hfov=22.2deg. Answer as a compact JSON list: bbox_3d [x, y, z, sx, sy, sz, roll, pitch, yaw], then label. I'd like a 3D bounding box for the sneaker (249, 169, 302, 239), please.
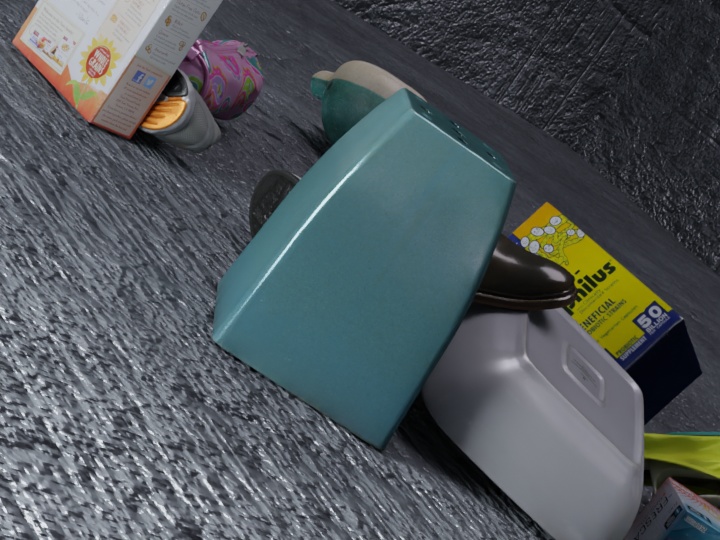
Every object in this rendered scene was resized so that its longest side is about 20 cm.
[{"bbox_3d":[0.000,0.000,1.462,0.120,0.084,0.200,15,31,-48],"label":"sneaker"}]

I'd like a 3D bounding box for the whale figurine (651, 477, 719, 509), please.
[{"bbox_3d":[0.329,0.203,1.571,0.159,0.104,0.200,40,9,24],"label":"whale figurine"}]

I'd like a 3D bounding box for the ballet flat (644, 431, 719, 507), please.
[{"bbox_3d":[0.233,0.160,1.482,0.198,0.068,0.067,3,-29,26],"label":"ballet flat"}]

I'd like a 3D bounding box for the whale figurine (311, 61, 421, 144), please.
[{"bbox_3d":[0.002,-0.167,2.139,0.158,0.104,0.200,32,-13,-13],"label":"whale figurine"}]

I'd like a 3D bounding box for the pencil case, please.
[{"bbox_3d":[-0.155,-0.188,1.771,0.087,0.088,0.200,37,12,8],"label":"pencil case"}]

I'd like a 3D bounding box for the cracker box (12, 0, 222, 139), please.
[{"bbox_3d":[-0.191,-0.232,1.546,0.134,0.201,0.058,44,14,35],"label":"cracker box"}]

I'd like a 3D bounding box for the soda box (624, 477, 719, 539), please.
[{"bbox_3d":[0.304,0.246,1.425,0.199,0.064,0.068,33,12,-12],"label":"soda box"}]

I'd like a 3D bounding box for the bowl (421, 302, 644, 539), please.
[{"bbox_3d":[0.143,0.099,1.366,0.200,0.075,0.200,45,24,-11],"label":"bowl"}]

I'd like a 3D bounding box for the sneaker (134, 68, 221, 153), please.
[{"bbox_3d":[-0.197,-0.165,1.632,0.200,0.076,0.092,48,2,37],"label":"sneaker"}]

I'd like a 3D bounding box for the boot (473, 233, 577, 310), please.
[{"bbox_3d":[0.073,-0.040,1.359,0.198,0.098,0.075,18,26,13],"label":"boot"}]

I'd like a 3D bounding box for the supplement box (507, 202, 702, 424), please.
[{"bbox_3d":[0.215,0.049,1.763,0.200,0.109,0.110,44,-9,38],"label":"supplement box"}]

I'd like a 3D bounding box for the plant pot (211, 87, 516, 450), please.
[{"bbox_3d":[0.011,-0.015,1.268,0.141,0.201,0.141,32,11,-11],"label":"plant pot"}]
